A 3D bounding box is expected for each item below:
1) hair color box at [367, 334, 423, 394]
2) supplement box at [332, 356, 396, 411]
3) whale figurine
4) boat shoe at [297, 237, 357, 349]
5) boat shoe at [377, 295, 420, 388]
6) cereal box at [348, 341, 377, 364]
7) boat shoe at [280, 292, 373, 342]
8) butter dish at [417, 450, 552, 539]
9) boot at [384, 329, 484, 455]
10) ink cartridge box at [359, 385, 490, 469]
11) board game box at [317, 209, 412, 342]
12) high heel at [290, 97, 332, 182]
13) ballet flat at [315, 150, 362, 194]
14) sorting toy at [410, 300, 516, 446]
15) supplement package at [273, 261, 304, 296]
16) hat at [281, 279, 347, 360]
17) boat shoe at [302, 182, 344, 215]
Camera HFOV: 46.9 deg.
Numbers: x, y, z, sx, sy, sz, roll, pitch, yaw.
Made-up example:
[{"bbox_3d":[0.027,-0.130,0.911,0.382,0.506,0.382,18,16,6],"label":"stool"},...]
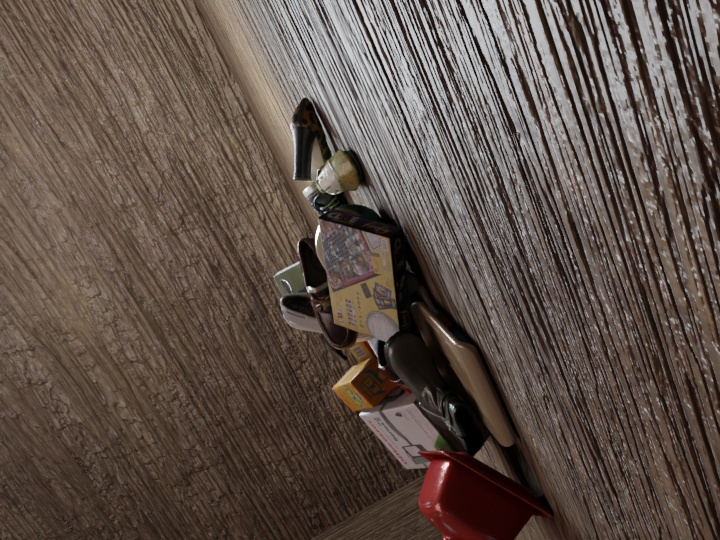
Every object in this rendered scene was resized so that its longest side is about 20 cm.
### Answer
[{"bbox_3d":[0.068,0.115,1.472,0.061,0.102,0.200,41,-173,-34],"label":"hair color box"},{"bbox_3d":[0.005,0.209,1.507,0.067,0.069,0.200,46,163,1],"label":"supplement box"},{"bbox_3d":[0.022,-0.026,1.345,0.200,0.104,0.159,38,136,17],"label":"whale figurine"},{"bbox_3d":[-0.062,0.037,1.400,0.072,0.072,0.201,13,-120,-68],"label":"boat shoe"},{"bbox_3d":[0.061,0.099,1.378,0.070,0.070,0.200,33,-148,-27],"label":"boat shoe"},{"bbox_3d":[0.045,0.137,1.645,0.144,0.039,0.200,51,-153,-18],"label":"cereal box"},{"bbox_3d":[-0.047,0.073,1.465,0.199,0.072,0.069,12,155,20],"label":"boat shoe"},{"bbox_3d":[0.167,0.381,1.306,0.200,0.148,0.199,30,166,-2],"label":"butter dish"},{"bbox_3d":[0.121,0.183,1.260,0.200,0.068,0.131,58,167,-30],"label":"boot"},{"bbox_3d":[0.110,0.273,1.481,0.146,0.084,0.200,50,149,-7],"label":"ink cartridge box"},{"bbox_3d":[0.009,0.012,1.277,0.135,0.035,0.201,18,130,33],"label":"board game box"},{"bbox_3d":[-0.075,-0.231,1.507,0.200,0.071,0.143,-12,-75,-75],"label":"high heel"},{"bbox_3d":[-0.041,-0.154,1.367,0.071,0.071,0.200,62,175,-6],"label":"ballet flat"},{"bbox_3d":[0.154,0.145,1.228,0.186,0.036,0.200,63,171,-22],"label":"sorting toy"},{"bbox_3d":[-0.066,0.014,1.755,0.118,0.200,0.117,63,-179,-3],"label":"supplement package"},{"bbox_3d":[-0.066,0.076,1.617,0.201,0.081,0.201,51,173,9],"label":"hat"},{"bbox_3d":[-0.060,-0.140,1.702,0.093,0.075,0.200,55,-177,1],"label":"boat shoe"}]
